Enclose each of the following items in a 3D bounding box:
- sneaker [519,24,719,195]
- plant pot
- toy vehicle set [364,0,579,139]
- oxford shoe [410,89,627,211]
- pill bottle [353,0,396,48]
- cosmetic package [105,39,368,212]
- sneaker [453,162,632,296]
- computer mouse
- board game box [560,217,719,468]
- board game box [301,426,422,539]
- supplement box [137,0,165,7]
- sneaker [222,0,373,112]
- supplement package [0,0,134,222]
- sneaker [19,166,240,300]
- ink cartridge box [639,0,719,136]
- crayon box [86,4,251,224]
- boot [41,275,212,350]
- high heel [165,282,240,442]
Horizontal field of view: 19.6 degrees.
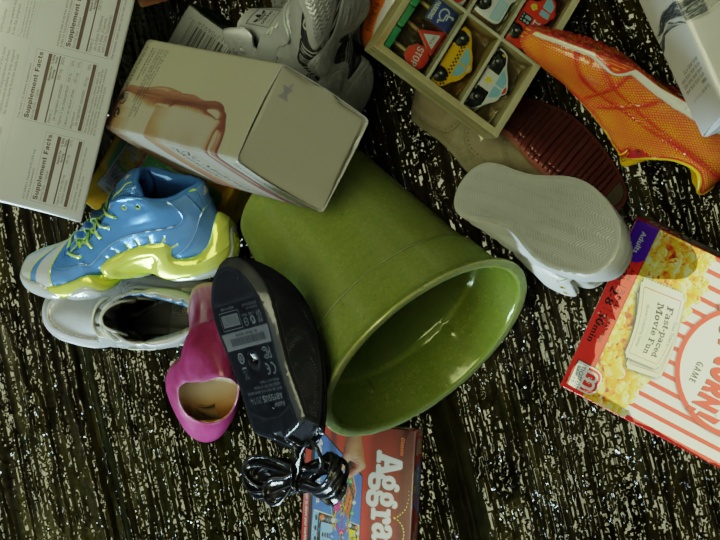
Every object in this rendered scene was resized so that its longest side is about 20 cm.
[{"bbox_3d":[0.206,-0.126,1.634,0.200,0.073,0.077,32,104,-4],"label":"sneaker"},{"bbox_3d":[0.000,0.000,1.704,0.200,0.200,0.190,-48,62,16],"label":"plant pot"},{"bbox_3d":[0.105,-0.222,1.655,0.124,0.027,0.200,34,79,-14],"label":"toy vehicle set"},{"bbox_3d":[0.129,-0.100,1.710,0.200,0.070,0.075,39,136,12],"label":"oxford shoe"},{"bbox_3d":[-0.021,-0.272,1.731,0.200,0.114,0.114,36,104,17],"label":"pill bottle"},{"bbox_3d":[-0.102,-0.118,1.666,0.200,0.103,0.087,16,78,53],"label":"cosmetic package"},{"bbox_3d":[0.170,-0.021,1.630,0.074,0.115,0.200,-56,35,-2],"label":"sneaker"},{"bbox_3d":[-0.060,0.081,1.620,0.138,0.053,0.201,-7,99,56],"label":"computer mouse"},{"bbox_3d":[0.280,0.067,1.648,0.200,0.046,0.152,27,101,20],"label":"board game box"},{"bbox_3d":[-0.001,0.231,1.784,0.103,0.019,0.201,3,92,21],"label":"board game box"},{"bbox_3d":[-0.158,-0.286,1.743,0.069,0.200,0.067,-16,83,-10],"label":"supplement box"},{"bbox_3d":[-0.055,-0.198,1.667,0.115,0.200,0.075,31,67,21],"label":"sneaker"},{"bbox_3d":[-0.266,-0.160,1.752,0.111,0.156,0.201,14,97,-11],"label":"supplement package"},{"bbox_3d":[-0.204,-0.040,1.763,0.199,0.076,0.105,-9,120,12],"label":"sneaker"},{"bbox_3d":[0.293,-0.222,1.587,0.144,0.084,0.200,-21,81,-9],"label":"ink cartridge box"},{"bbox_3d":[-0.142,-0.113,1.819,0.126,0.052,0.200,36,103,18],"label":"crayon box"},{"bbox_3d":[-0.209,0.034,1.825,0.199,0.096,0.074,-3,90,23],"label":"boot"},{"bbox_3d":[-0.124,0.107,1.749,0.067,0.200,0.096,0,49,-13],"label":"high heel"}]
